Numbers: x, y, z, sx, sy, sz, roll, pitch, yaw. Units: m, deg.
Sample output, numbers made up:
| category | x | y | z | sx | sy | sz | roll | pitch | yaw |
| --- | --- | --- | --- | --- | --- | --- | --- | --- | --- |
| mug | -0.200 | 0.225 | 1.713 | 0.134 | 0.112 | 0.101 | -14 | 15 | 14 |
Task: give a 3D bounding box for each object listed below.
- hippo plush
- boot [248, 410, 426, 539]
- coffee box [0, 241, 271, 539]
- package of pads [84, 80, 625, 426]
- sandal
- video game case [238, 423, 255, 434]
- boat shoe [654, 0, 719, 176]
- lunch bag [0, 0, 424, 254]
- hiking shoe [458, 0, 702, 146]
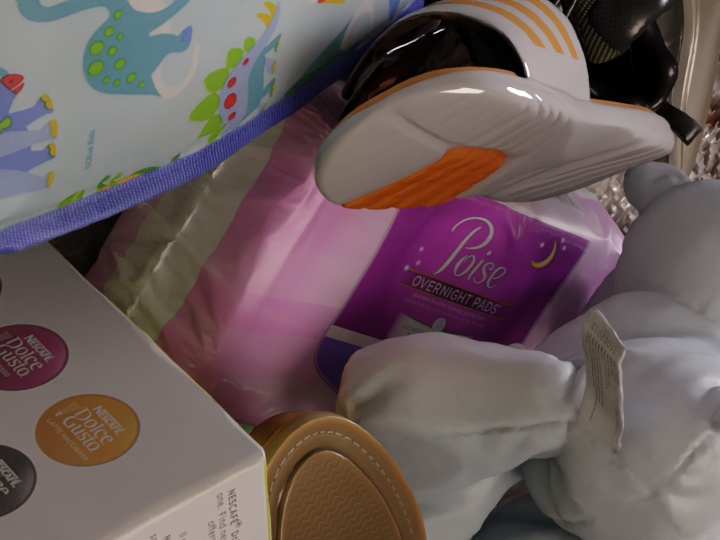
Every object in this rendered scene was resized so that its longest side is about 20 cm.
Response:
| category | x | y | z | sx | sy | sz | roll | pitch | yaw |
| --- | --- | --- | --- | --- | --- | --- | --- | --- | --- |
| hippo plush | 0.087 | 0.030 | 0.860 | 0.200 | 0.159 | 0.161 | 104 | 12 | -49 |
| boot | -0.051 | 0.092 | 0.856 | 0.074 | 0.155 | 0.201 | -34 | 141 | -25 |
| coffee box | -0.156 | 0.115 | 0.769 | 0.197 | 0.200 | 0.201 | -26 | 136 | -26 |
| package of pads | 0.000 | 0.000 | 0.890 | 0.200 | 0.076 | 0.121 | 19 | 109 | -50 |
| sandal | 0.040 | -0.058 | 0.806 | 0.079 | 0.059 | 0.206 | -22 | 170 | 23 |
| video game case | -0.021 | 0.027 | 0.970 | 0.181 | 0.022 | 0.201 | -14 | 129 | -37 |
| boat shoe | 0.111 | -0.112 | 0.968 | 0.201 | 0.057 | 0.067 | 85 | 25 | -46 |
| lunch bag | -0.060 | -0.126 | 0.723 | 0.199 | 0.127 | 0.171 | -22 | 134 | -28 |
| hiking shoe | 0.065 | -0.122 | 0.850 | 0.076 | 0.100 | 0.200 | -53 | 141 | -12 |
